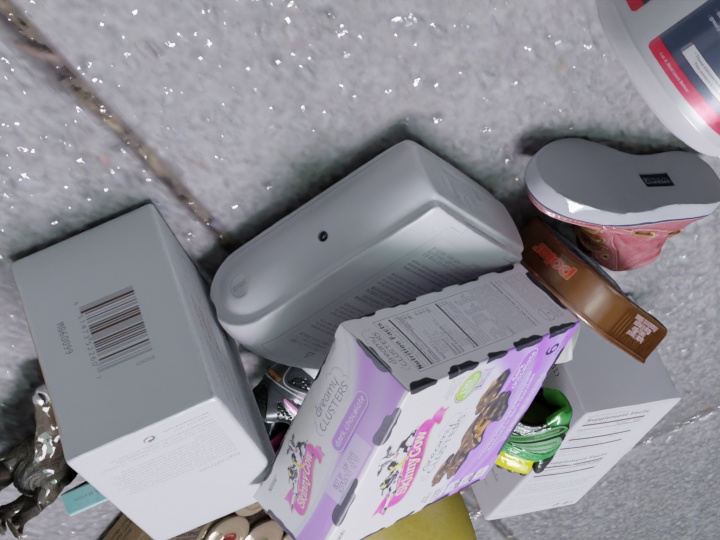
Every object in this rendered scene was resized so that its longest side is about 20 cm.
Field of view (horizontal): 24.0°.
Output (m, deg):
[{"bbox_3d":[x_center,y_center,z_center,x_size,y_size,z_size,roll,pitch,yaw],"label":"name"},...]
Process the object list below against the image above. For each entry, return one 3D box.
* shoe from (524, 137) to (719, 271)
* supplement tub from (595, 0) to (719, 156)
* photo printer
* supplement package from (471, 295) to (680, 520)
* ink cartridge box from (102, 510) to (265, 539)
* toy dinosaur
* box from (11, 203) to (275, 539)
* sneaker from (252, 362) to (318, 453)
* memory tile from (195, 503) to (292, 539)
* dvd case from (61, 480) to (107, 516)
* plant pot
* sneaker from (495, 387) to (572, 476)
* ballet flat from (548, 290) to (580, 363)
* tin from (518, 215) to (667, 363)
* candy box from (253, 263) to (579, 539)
[{"bbox_3d":[0.182,-0.043,1.273,0.199,0.072,0.091,-2,145,-41],"label":"shoe"},{"bbox_3d":[0.253,-0.174,1.004,0.199,0.141,0.140,-34,151,25],"label":"supplement tub"},{"bbox_3d":[0.000,0.000,1.216,0.199,0.070,0.166,-33,153,19],"label":"photo printer"},{"bbox_3d":[0.179,0.126,1.538,0.109,0.114,0.200,-6,148,-30],"label":"supplement package"},{"bbox_3d":[-0.159,0.270,1.597,0.164,0.076,0.200,-1,146,-37],"label":"ink cartridge box"},{"bbox_3d":[-0.248,0.153,1.305,0.102,0.077,0.200,-36,172,-26],"label":"toy dinosaur"},{"bbox_3d":[-0.141,0.077,1.163,0.105,0.153,0.200,-23,153,1],"label":"box"},{"bbox_3d":[-0.037,0.134,1.381,0.086,0.080,0.201,-41,131,-13],"label":"sneaker"},{"bbox_3d":[-0.049,0.178,1.481,0.153,0.017,0.201,19,107,-53],"label":"memory tile"},{"bbox_3d":[-0.149,0.148,1.351,0.145,0.022,0.200,-23,179,2],"label":"dvd case"},{"bbox_3d":[0.041,0.293,1.639,0.199,0.142,0.200,-37,168,-9],"label":"plant pot"},{"bbox_3d":[0.084,0.099,1.415,0.198,0.078,0.085,17,134,-12],"label":"sneaker"},{"bbox_3d":[0.135,0.043,1.342,0.068,0.069,0.200,17,176,-6],"label":"ballet flat"},{"bbox_3d":[0.180,0.015,1.331,0.042,0.112,0.200,-52,153,5],"label":"tin"},{"bbox_3d":[0.040,0.097,1.188,0.199,0.072,0.169,-18,144,-47],"label":"candy box"}]
